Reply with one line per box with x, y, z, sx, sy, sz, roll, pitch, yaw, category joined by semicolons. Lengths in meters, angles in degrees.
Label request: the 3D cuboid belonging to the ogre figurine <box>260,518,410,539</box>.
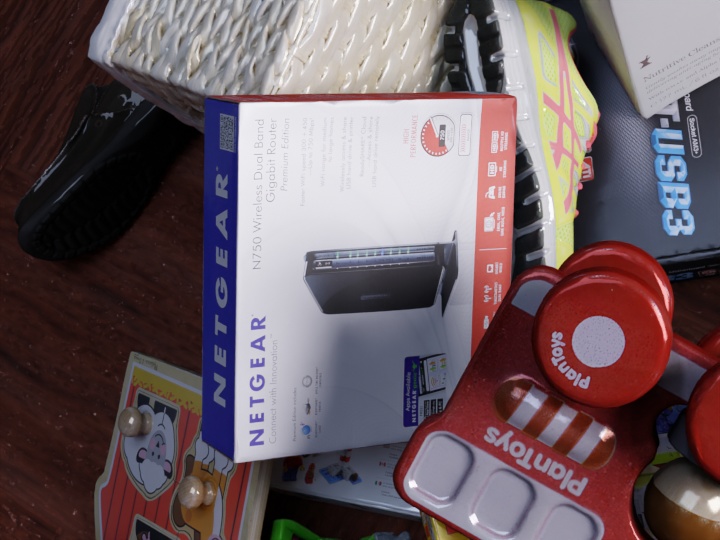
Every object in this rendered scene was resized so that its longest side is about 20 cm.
-0.027;0.217;0.997;0.200;0.098;0.120;-28;48;58;ogre figurine

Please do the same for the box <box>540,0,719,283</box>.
0.181;-0.089;1.061;0.198;0.050;0.201;-9;69;18;box

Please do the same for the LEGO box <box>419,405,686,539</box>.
0.139;0.146;0.905;0.199;0.077;0.150;-14;78;-4;LEGO box

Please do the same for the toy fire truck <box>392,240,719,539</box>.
0.136;0.090;0.835;0.199;0.112;0.168;30;104;5;toy fire truck

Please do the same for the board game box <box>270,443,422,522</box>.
0.046;0.095;1.051;0.199;0.035;0.127;9;76;21;board game box

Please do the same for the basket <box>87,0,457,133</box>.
-0.025;-0.168;1.053;0.160;0.198;0.201;22;86;36;basket

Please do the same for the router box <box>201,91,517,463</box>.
0.000;0.000;0.950;0.049;0.179;0.201;19;111;60;router box

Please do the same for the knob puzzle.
-0.126;0.163;1.039;0.219;0.030;0.221;-15;71;50;knob puzzle

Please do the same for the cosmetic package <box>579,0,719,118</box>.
0.180;-0.186;0.958;0.113;0.200;0.081;-29;63;6;cosmetic package

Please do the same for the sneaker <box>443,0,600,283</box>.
0.113;-0.075;1.014;0.078;0.090;0.201;-7;89;57;sneaker

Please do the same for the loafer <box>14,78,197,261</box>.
-0.175;-0.092;1.177;0.071;0.073;0.200;36;78;31;loafer
